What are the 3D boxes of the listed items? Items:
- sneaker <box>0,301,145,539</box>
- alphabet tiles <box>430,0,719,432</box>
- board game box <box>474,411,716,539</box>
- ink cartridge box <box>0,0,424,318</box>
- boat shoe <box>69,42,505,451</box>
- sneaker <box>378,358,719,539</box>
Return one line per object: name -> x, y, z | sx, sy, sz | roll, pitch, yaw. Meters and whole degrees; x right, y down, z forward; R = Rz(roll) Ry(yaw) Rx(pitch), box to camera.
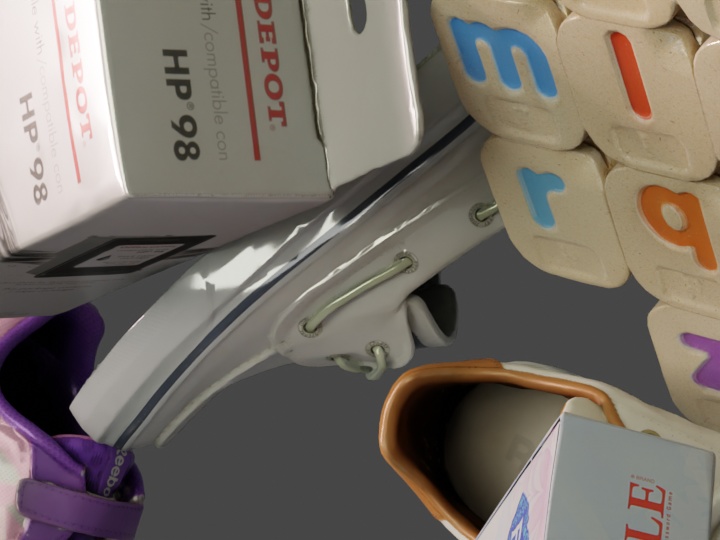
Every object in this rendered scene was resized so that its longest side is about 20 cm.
sneaker -> -0.107, 0.088, 0.882 | 0.088, 0.080, 0.201 | -16, 70, 23
alphabet tiles -> 0.108, -0.020, 0.695 | 0.200, 0.196, 0.015 | 16, 52, 38
board game box -> 0.026, 0.167, 0.677 | 0.200, 0.041, 0.200 | 117, 165, -58
ink cartridge box -> -0.071, -0.062, 0.780 | 0.200, 0.067, 0.116 | -22, 73, 54
boat shoe -> 0.000, 0.000, 0.822 | 0.067, 0.074, 0.200 | 47, 115, -1
sneaker -> 0.087, 0.077, 0.732 | 0.200, 0.085, 0.073 | 22, 92, 31
